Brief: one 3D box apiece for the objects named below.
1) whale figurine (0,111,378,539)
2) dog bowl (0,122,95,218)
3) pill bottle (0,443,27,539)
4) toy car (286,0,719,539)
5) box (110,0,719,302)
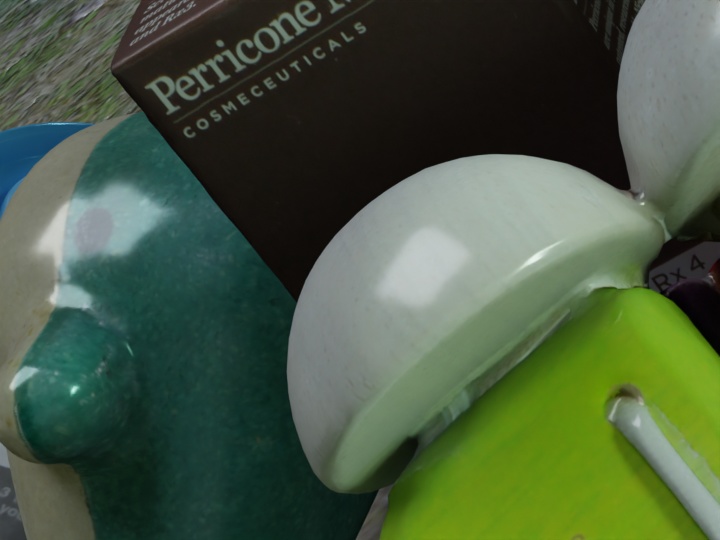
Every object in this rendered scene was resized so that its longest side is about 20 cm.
[{"bbox_3d":[-0.033,0.052,0.715,0.104,0.159,0.200,-10,66,25],"label":"whale figurine"},{"bbox_3d":[-0.104,0.021,0.994,0.200,0.111,0.050,-91,11,-52],"label":"dog bowl"},{"bbox_3d":[-0.115,0.121,0.777,0.114,0.114,0.200,-22,24,42],"label":"pill bottle"},{"bbox_3d":[0.095,0.038,0.547,0.200,0.175,0.150,-39,-17,0],"label":"toy car"},{"bbox_3d":[0.044,-0.011,0.648,0.100,0.200,0.075,-30,20,24],"label":"box"}]
